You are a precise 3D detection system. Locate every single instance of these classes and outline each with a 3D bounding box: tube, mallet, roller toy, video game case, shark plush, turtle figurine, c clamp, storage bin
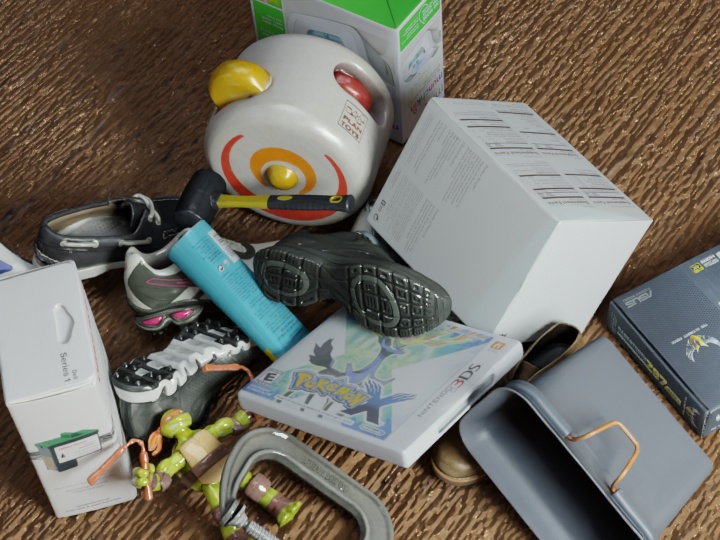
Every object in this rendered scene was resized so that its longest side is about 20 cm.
[{"bbox_3d":[-0.102,0.037,1.516,0.200,0.050,0.077,45,36,0],"label":"tube"},{"bbox_3d":[-0.101,-0.062,1.568,0.200,0.041,0.066,9,54,32],"label":"mallet"},{"bbox_3d":[-0.065,-0.142,1.621,0.182,0.200,0.140,14,54,7],"label":"roller toy"},{"bbox_3d":[0.018,0.096,1.428,0.200,0.022,0.182,15,40,38],"label":"video game case"},{"bbox_3d":[0.028,-0.026,1.625,0.083,0.091,0.200,26,38,-5],"label":"shark plush"},{"bbox_3d":[-0.143,0.188,1.424,0.200,0.064,0.161,-34,80,-38],"label":"turtle figurine"},{"bbox_3d":[-0.050,0.236,1.381,0.200,0.027,0.171,40,50,0],"label":"c clamp"},{"bbox_3d":[0.213,0.158,1.376,0.134,0.146,0.200,-36,82,-33],"label":"storage bin"}]

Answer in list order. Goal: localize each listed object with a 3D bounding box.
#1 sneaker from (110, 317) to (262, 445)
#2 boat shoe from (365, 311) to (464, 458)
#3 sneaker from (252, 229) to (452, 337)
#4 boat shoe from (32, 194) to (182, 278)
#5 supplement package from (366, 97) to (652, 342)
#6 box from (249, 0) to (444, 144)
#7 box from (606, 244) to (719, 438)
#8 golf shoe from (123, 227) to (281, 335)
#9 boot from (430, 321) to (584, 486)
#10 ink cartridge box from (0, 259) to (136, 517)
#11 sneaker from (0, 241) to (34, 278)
[{"bbox_3d":[-0.164,0.109,1.510,0.066,0.091,0.200,18,29,32],"label":"sneaker"},{"bbox_3d":[0.051,0.105,1.500,0.060,0.074,0.200,56,46,-8],"label":"boat shoe"},{"bbox_3d":[0.000,0.000,1.483,0.200,0.076,0.091,18,36,21],"label":"sneaker"},{"bbox_3d":[-0.244,-0.046,1.604,0.200,0.060,0.074,-15,48,-31],"label":"boat shoe"},{"bbox_3d":[0.144,-0.050,1.525,0.150,0.152,0.200,-3,41,-45],"label":"supplement package"},{"bbox_3d":[-0.013,-0.263,1.721,0.200,0.177,0.097,26,57,22],"label":"box"},{"bbox_3d":[0.368,0.054,1.524,0.200,0.051,0.158,-26,56,-16],"label":"box"},{"bbox_3d":[-0.141,-0.003,1.573,0.200,0.088,0.077,-18,28,-13],"label":"golf shoe"},{"bbox_3d":[0.139,0.121,1.473,0.074,0.076,0.200,37,64,26],"label":"boot"},{"bbox_3d":[-0.272,0.110,1.428,0.084,0.200,0.146,-14,52,-6],"label":"ink cartridge box"},{"bbox_3d":[-0.402,0.030,1.587,0.199,0.081,0.115,-9,48,-12],"label":"sneaker"}]
